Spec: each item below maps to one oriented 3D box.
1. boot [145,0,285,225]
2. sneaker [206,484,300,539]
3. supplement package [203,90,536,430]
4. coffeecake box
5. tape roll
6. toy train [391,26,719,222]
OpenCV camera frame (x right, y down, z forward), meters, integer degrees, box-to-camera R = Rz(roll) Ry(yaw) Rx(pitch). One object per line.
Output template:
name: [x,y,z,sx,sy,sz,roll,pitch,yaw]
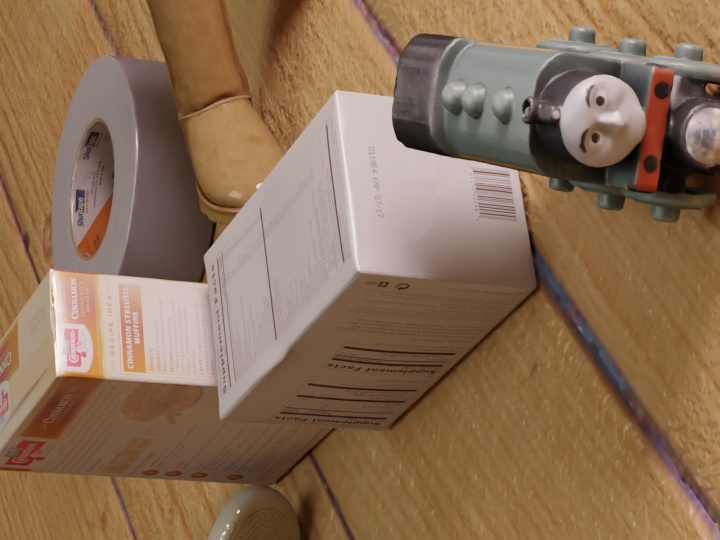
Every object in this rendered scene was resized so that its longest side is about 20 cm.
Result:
boot: [-0.104,-0.144,1.599,0.175,0.066,0.201,-135,28,-61]
sneaker: [-0.099,0.219,1.596,0.111,0.076,0.201,33,122,53]
supplement package: [0.000,0.000,1.382,0.200,0.109,0.115,134,136,-54]
coffeecake box: [-0.120,0.070,1.526,0.154,0.199,0.074,134,135,-54]
tape roll: [-0.171,-0.057,1.830,0.200,0.066,0.202,-174,90,-66]
toy train: [0.096,-0.075,1.178,0.200,0.113,0.086,-158,74,-65]
